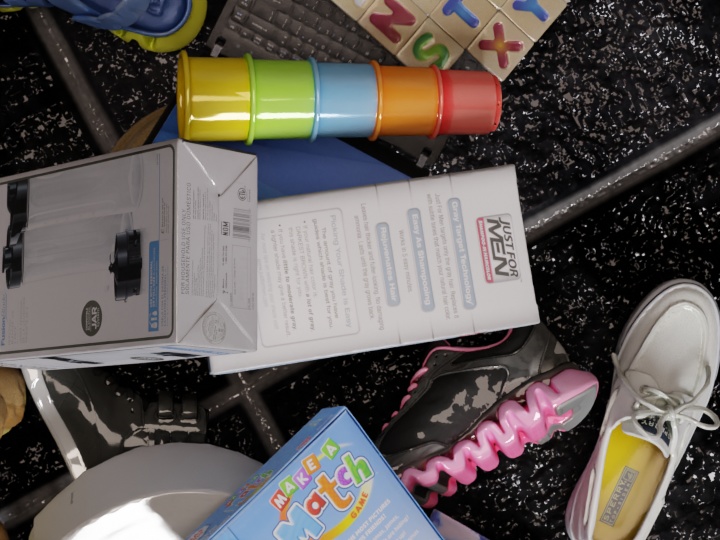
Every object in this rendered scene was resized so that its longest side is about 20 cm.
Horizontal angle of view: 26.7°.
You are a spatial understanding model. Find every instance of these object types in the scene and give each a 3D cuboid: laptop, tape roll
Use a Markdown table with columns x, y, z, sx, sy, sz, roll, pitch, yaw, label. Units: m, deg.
| x | y | z | sx | sy | sz | roll | pitch | yaw | label |
| --- | --- | --- | --- | --- | --- | --- | --- | --- | --- |
| -0.017 | -0.122 | 0.977 | 0.177 | 0.103 | 0.200 | 28 | 103 | -5 | laptop |
| -0.118 | 0.214 | 0.974 | 0.202 | 0.071 | 0.202 | -4 | 111 | -10 | tape roll |

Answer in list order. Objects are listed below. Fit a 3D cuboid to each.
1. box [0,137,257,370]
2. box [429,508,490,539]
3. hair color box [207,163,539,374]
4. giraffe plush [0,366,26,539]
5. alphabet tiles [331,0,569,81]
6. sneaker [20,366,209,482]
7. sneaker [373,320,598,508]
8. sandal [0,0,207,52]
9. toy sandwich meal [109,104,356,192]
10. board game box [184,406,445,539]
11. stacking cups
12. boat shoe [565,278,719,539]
| x | y | z | sx | sy | sz | roll | pitch | yaw | label |
| --- | --- | --- | --- | --- | --- | --- | --- | --- | --- |
| -0.150 | -0.004 | 0.888 | 0.200 | 0.060 | 0.117 | -6 | 81 | 42 | box |
| 0.052 | 0.273 | 0.993 | 0.122 | 0.048 | 0.200 | 30 | 62 | -2 | box |
| 0.000 | 0.000 | 0.926 | 0.200 | 0.061 | 0.099 | -8 | 87 | -7 | hair color box |
| -0.291 | 0.159 | 0.968 | 0.200 | 0.173 | 0.162 | -19 | 101 | 3 | giraffe plush |
| 0.050 | -0.221 | 0.958 | 0.200 | 0.006 | 0.166 | 40 | 92 | -17 | alphabet tiles |
| -0.160 | 0.084 | 1.010 | 0.099 | 0.071 | 0.200 | -25 | 96 | -4 | sneaker |
| 0.056 | 0.096 | 1.022 | 0.200 | 0.079 | 0.095 | -28 | 69 | -3 | sneaker |
| -0.201 | -0.202 | 1.001 | 0.200 | 0.087 | 0.080 | 12 | 91 | 0 | sandal |
| -0.091 | -0.023 | 1.007 | 0.205 | 0.070 | 0.205 | 6 | 63 | -13 | toy sandwich meal |
| -0.009 | 0.207 | 0.923 | 0.151 | 0.037 | 0.200 | -42 | 105 | -26 | board game box |
| -0.012 | -0.106 | 0.939 | 0.200 | 0.061 | 0.061 | -1 | 90 | -9 | stacking cups |
| 0.192 | 0.101 | 1.009 | 0.075 | 0.086 | 0.202 | 24 | 89 | -1 | boat shoe |
